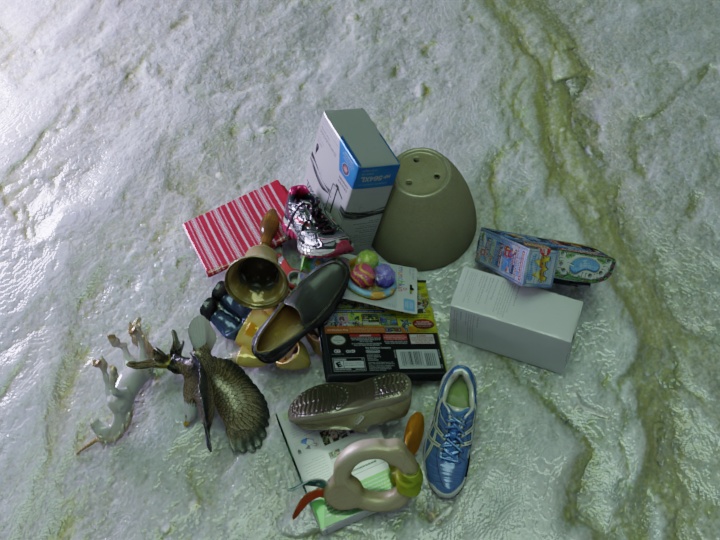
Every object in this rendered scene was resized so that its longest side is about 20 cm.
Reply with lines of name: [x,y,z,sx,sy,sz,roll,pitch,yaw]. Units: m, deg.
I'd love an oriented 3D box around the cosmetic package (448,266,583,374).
cosmetic package: [0.243,0.079,1.556,0.197,0.113,0.082,17,61,12]

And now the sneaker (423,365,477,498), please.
sneaker: [0.134,0.237,1.476,0.074,0.077,0.204,5,74,6]

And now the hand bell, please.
hand bell: [-0.158,-0.041,1.619,0.102,0.105,0.202,0,38,3]

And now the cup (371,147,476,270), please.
cup: [0.103,-0.124,1.669,0.196,0.144,0.203,-1,58,2]

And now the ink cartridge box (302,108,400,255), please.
ink cartridge box: [-0.024,-0.144,1.641,0.083,0.202,0.147,-9,49,-30]

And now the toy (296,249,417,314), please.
toy: [0.000,0.000,1.585,0.196,0.048,0.116,10,40,-5]

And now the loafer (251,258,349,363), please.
loafer: [-0.089,0.063,1.503,0.073,0.072,0.201,40,88,4]

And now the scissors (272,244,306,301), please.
scissors: [-0.142,-0.014,1.657,0.072,0.014,0.201,-29,40,-5]

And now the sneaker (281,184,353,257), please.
sneaker: [-0.076,-0.075,1.583,0.079,0.076,0.200,-8,26,-28]

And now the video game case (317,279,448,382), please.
video game case: [0.028,0.094,1.570,0.196,0.026,0.183,1,53,-17]

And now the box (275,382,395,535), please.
box: [-0.030,0.281,1.495,0.142,0.037,0.202,-20,58,-9]

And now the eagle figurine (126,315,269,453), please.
eagle figurine: [-0.237,0.186,1.516,0.199,0.153,0.151,30,51,32]

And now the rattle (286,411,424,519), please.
rattle: [-0.008,0.277,1.437,0.197,0.130,0.145,-23,45,20]

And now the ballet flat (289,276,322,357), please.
ballet flat: [-0.091,0.058,1.617,0.068,0.063,0.200,-35,63,-15]

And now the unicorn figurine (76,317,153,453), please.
unicorn figurine: [-0.374,0.179,1.536,0.073,0.139,0.200,14,45,30]

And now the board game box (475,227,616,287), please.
board game box: [0.293,-0.012,1.562,0.196,0.200,0.063,9,100,-1]

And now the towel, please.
towel: [-0.198,-0.074,1.713,0.198,0.023,0.145,-26,49,-11]

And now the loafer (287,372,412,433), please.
loafer: [-0.013,0.210,1.477,0.196,0.069,0.076,-12,32,14]

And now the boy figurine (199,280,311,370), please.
boy figurine: [-0.168,0.105,1.588,0.199,0.065,0.125,35,78,21]
